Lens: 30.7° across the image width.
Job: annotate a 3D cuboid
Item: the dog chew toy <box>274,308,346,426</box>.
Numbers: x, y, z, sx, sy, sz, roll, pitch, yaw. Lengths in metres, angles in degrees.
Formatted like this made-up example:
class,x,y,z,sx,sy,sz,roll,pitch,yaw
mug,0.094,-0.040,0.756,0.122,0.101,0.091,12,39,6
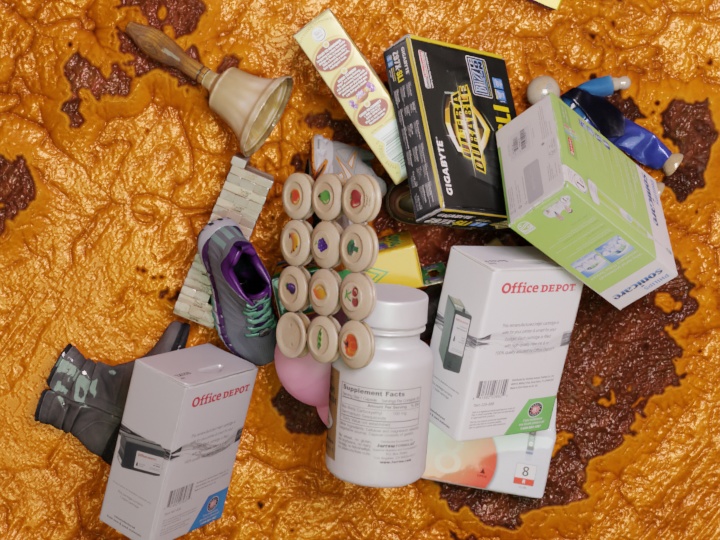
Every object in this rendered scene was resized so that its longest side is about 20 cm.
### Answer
class,x,y,z,sx,sy,sz,roll,pitch,yaw
dog chew toy,-0.011,0.135,1.539,0.124,0.125,0.201,-38,105,5

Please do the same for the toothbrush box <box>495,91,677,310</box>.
class,x,y,z,sx,sy,sz,roll,pitch,yaw
toothbrush box,0.246,-0.074,1.431,0.199,0.147,0.086,31,129,-33

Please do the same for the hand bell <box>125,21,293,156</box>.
class,x,y,z,sx,sy,sz,roll,pitch,yaw
hand bell,-0.186,-0.228,1.504,0.198,0.104,0.105,33,97,6

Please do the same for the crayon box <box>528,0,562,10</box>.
class,x,y,z,sx,sy,sz,roll,pitch,yaw
crayon box,0.166,-0.414,1.483,0.197,0.058,0.175,22,98,-4

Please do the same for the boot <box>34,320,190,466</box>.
class,x,y,z,sx,sy,sz,roll,pitch,yaw
boot,-0.298,0.122,1.559,0.131,0.070,0.202,32,93,0

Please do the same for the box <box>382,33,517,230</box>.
class,x,y,z,sx,sy,sz,roll,pitch,yaw
box,0.112,-0.149,1.449,0.049,0.158,0.203,-24,70,42

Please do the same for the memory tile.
class,x,y,z,sx,sy,sz,roll,pitch,yaw
memory tile,-0.037,-0.002,1.386,0.017,0.152,0.204,-3,97,-42

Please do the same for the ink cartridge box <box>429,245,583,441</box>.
class,x,y,z,sx,sy,sz,roll,pitch,yaw
ink cartridge box,0.158,0.078,1.471,0.144,0.084,0.203,-1,110,-36

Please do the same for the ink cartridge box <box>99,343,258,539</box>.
class,x,y,z,sx,sy,sz,roll,pitch,yaw
ink cartridge box,-0.208,0.198,1.513,0.083,0.144,0.203,22,106,26

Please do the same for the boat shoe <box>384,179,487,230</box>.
class,x,y,z,sx,sy,sz,roll,pitch,yaw
boat shoe,0.128,-0.079,1.530,0.196,0.068,0.073,-1,99,-1

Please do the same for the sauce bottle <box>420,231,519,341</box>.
class,x,y,z,sx,sy,sz,roll,pitch,yaw
sauce bottle,0.111,0.035,1.545,0.199,0.066,0.066,-37,98,2

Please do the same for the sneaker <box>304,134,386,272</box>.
class,x,y,z,sx,sy,sz,roll,pitch,yaw
sneaker,-0.012,-0.079,1.476,0.090,0.202,0.076,4,137,-10

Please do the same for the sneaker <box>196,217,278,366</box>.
class,x,y,z,sx,sy,sz,roll,pitch,yaw
sneaker,-0.128,0.041,1.491,0.074,0.087,0.202,-31,126,-18

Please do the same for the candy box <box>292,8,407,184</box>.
class,x,y,z,sx,sy,sz,roll,pitch,yaw
candy box,0.002,-0.198,1.485,0.056,0.117,0.201,-36,98,5

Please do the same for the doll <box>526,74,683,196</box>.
class,x,y,z,sx,sy,sz,roll,pitch,yaw
doll,0.278,-0.165,1.528,0.198,0.048,0.138,32,96,-9

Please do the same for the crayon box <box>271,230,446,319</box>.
class,x,y,z,sx,sy,sz,roll,pitch,yaw
crayon box,0.000,0.000,1.512,0.197,0.126,0.052,-13,99,1

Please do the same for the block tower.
class,x,y,z,sx,sy,sz,roll,pitch,yaw
block tower,-0.159,-0.034,1.541,0.057,0.054,0.203,21,99,-5

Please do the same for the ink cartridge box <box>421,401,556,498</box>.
class,x,y,z,sx,sy,sz,roll,pitch,yaw
ink cartridge box,0.160,0.163,1.578,0.159,0.050,0.203,10,102,-3

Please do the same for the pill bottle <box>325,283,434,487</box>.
class,x,y,z,sx,sy,sz,roll,pitch,yaw
pill bottle,0.022,0.122,1.425,0.112,0.114,0.203,4,102,-1
